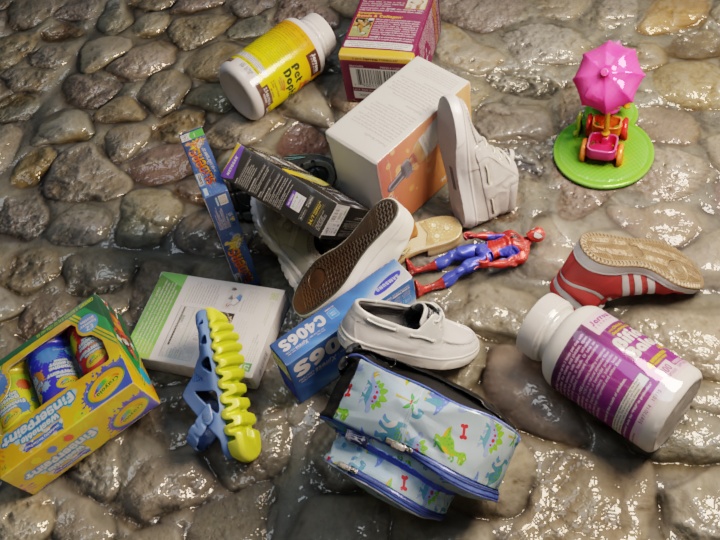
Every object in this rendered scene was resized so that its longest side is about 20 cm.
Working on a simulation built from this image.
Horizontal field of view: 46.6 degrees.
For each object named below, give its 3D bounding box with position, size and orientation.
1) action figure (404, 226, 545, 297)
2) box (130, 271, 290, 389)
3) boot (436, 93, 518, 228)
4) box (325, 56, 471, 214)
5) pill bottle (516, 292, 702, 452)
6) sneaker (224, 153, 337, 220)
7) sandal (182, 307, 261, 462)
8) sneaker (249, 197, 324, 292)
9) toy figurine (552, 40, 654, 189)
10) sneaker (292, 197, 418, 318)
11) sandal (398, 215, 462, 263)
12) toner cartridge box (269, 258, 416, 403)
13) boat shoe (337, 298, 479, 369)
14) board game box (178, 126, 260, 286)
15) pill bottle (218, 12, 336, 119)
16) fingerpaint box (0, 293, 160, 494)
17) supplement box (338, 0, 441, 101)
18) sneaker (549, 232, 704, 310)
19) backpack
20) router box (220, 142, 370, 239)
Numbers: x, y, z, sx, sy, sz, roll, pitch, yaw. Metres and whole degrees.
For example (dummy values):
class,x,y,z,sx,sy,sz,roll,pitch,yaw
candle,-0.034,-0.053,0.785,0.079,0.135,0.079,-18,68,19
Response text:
class,x,y,z,sx,sy,sz,roll,pitch,yaw
action figure,0.163,-0.021,1.156,0.197,0.052,0.066,-17,48,-6
box,-0.212,0.079,1.156,0.197,0.037,0.146,9,55,15
boot,0.168,-0.162,1.173,0.094,0.202,0.074,-19,33,-10
box,0.064,-0.185,1.231,0.106,0.153,0.200,34,66,31
pill bottle,0.287,0.112,0.987,0.199,0.113,0.112,35,65,30
sneaker,-0.129,-0.132,1.292,0.197,0.076,0.079,-13,24,7
sandal,-0.188,0.146,1.049,0.086,0.079,0.203,-16,72,14
sneaker,-0.089,-0.044,1.197,0.082,0.075,0.201,-36,65,3
toy figurine,0.363,-0.254,1.208,0.148,0.185,0.201,11,55,18
sneaker,0.000,0.000,1.110,0.200,0.085,0.073,-43,50,10
sandal,0.042,-0.044,1.179,0.209,0.070,0.078,-20,52,-5
toner cartridge box,-0.017,0.078,1.081,0.199,0.095,0.043,-35,55,-15
boat shoe,0.069,0.070,1.036,0.197,0.069,0.072,12,33,-20
board game box,-0.195,-0.081,1.169,0.034,0.201,0.136,-21,51,-8
pill bottle,-0.137,-0.354,1.426,0.200,0.110,0.109,-41,57,-20
fingerpaint box,-0.383,0.156,1.081,0.199,0.074,0.167,-35,54,-2
supplement box,0.053,-0.388,1.420,0.129,0.104,0.202,8,55,17
sneaker,0.341,0.017,1.089,0.197,0.113,0.072,11,46,-19
backpack,0.068,0.192,0.929,0.198,0.183,0.149,19,80,25
router box,-0.080,-0.102,1.132,0.156,0.200,0.053,32,98,12
